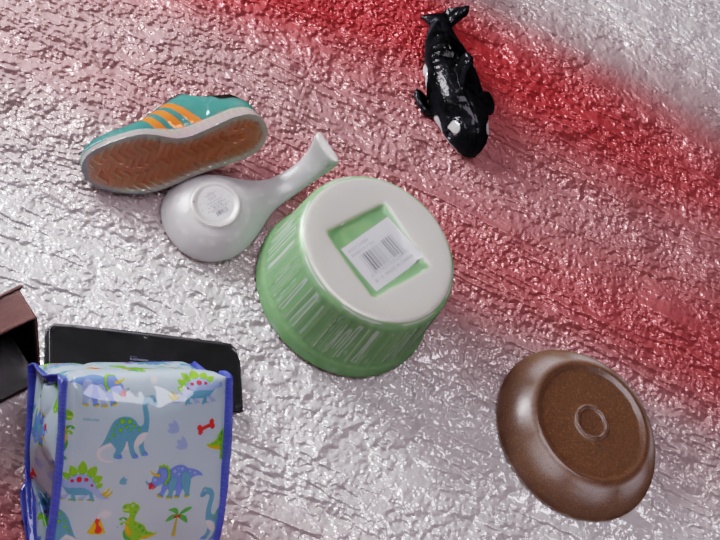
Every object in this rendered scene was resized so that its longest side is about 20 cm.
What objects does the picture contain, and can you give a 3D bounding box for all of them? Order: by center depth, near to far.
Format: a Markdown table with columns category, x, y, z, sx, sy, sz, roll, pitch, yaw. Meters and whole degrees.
| category | x | y | z | sx | sy | sz | roll | pitch | yaw |
| --- | --- | --- | --- | --- | --- | --- | --- | --- | --- |
| desk organizer | -0.375 | 0.097 | 1.506 | 0.200 | 0.072 | 0.077 | -29 | 81 | -36 |
| lunch bag | -0.211 | 0.184 | 1.510 | 0.169 | 0.127 | 0.201 | 0 | 92 | -26 |
| keyboard | -0.207 | 0.118 | 1.616 | 0.199 | 0.021 | 0.128 | 8 | 58 | -23 |
| sneaker | -0.201 | -0.136 | 1.742 | 0.199 | 0.072 | 0.080 | -15 | 36 | -21 |
| ramekin | 0.000 | 0.000 | 1.742 | 0.199 | 0.098 | 0.201 | 13 | 57 | -21 |
| spoon rest | -0.117 | -0.076 | 1.761 | 0.199 | 0.061 | 0.100 | -28 | 76 | -23 |
| plant saucer | 0.242 | 0.170 | 1.813 | 0.199 | 0.037 | 0.201 | 13 | 57 | -20 |
| orca plush | 0.123 | -0.234 | 1.960 | 0.105 | 0.071 | 0.201 | 17 | 56 | -19 |
